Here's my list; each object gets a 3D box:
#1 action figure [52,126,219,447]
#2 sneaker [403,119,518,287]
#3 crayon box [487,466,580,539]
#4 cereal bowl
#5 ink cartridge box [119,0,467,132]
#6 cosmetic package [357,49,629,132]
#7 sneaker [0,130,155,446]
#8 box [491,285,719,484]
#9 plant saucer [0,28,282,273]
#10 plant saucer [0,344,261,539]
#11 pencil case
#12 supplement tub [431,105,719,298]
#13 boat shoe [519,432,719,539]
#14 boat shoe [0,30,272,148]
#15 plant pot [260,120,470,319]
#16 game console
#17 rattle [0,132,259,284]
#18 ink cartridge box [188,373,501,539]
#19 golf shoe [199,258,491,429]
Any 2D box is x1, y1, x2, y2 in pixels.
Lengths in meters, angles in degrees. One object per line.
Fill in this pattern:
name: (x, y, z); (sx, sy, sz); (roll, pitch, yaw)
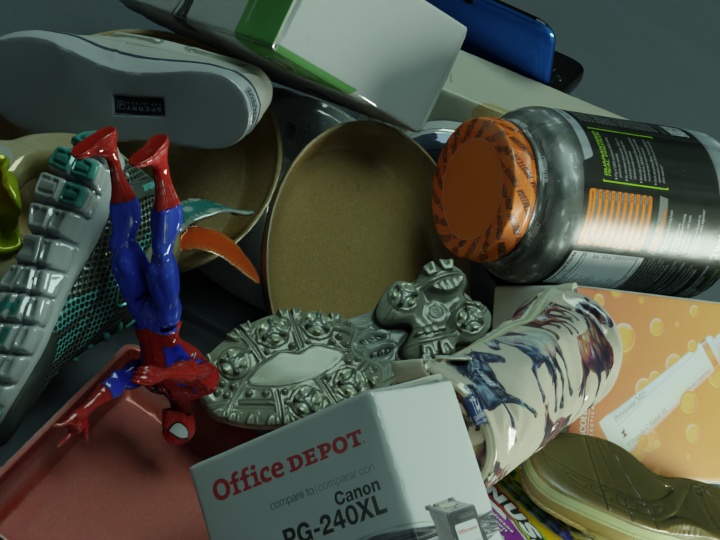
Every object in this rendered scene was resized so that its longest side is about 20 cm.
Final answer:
action figure: (-0.135, 0.029, 1.312); (0.065, 0.201, 0.099); (11, 37, 32)
sneaker: (0.106, -0.013, 1.646); (0.202, 0.077, 0.146); (36, 34, -20)
crayon box: (0.070, 0.164, 1.410); (0.200, 0.058, 0.172); (43, 19, 11)
cereal bowl: (-0.042, -0.061, 1.610); (0.199, 0.083, 0.201); (21, 38, -17)
ink cartridge box: (-0.050, -0.176, 1.558); (0.146, 0.085, 0.200); (27, -1, -41)
cosmetic package: (0.104, -0.093, 1.736); (0.199, 0.105, 0.071); (20, 35, -15)
sneaker: (-0.169, 0.022, 1.361); (0.091, 0.201, 0.077); (31, -8, -35)
box: (0.194, 0.081, 1.565); (0.199, 0.097, 0.125); (6, 85, -31)
plant saucer: (-0.151, -0.071, 1.524); (0.199, 0.035, 0.201); (1, 59, -2)
plant saucer: (-0.110, 0.157, 1.347); (0.199, 0.037, 0.200); (36, 35, 4)
pencil case: (0.087, 0.070, 1.380); (0.078, 0.090, 0.200); (4, 18, 31)
supplement tub: (0.156, -0.047, 1.571); (0.199, 0.123, 0.123); (7, 43, -33)
boat shoe: (0.171, 0.160, 1.465); (0.200, 0.063, 0.073); (18, 36, -40)
boat shoe: (-0.153, -0.124, 1.501); (0.199, 0.071, 0.070); (6, 22, 18)
plant pot: (0.000, 0.000, 1.533); (0.200, 0.027, 0.201); (4, 85, -46)
game console: (0.079, -0.209, 1.808); (0.199, 0.119, 0.171); (26, 34, 13)
rattle: (-0.163, -0.055, 1.418); (0.199, 0.143, 0.130); (11, 41, 11)
ink cartridge box: (0.004, 0.175, 1.253); (0.083, 0.145, 0.201); (-4, 73, -53)
golf shoe: (-0.014, 0.065, 1.441); (0.199, 0.097, 0.079); (-16, 68, -22)
